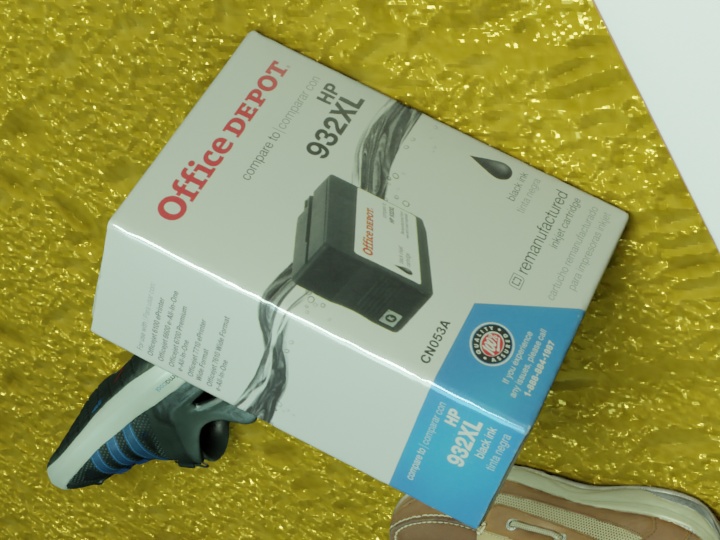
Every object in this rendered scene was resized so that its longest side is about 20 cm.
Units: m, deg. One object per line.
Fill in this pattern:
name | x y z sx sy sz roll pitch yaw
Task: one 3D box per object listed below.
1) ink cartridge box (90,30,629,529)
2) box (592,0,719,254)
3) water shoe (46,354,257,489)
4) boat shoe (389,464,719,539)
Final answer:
ink cartridge box | 0.000 0.000 0.791 0.199 0.145 0.084 26 141 6
box | 0.157 -0.115 0.523 0.097 0.200 0.125 -8 127 38
water shoe | -0.121 0.096 1.032 0.079 0.072 0.200 37 142 -10
boat shoe | 0.097 0.155 0.952 0.199 0.072 0.076 -2 131 35
